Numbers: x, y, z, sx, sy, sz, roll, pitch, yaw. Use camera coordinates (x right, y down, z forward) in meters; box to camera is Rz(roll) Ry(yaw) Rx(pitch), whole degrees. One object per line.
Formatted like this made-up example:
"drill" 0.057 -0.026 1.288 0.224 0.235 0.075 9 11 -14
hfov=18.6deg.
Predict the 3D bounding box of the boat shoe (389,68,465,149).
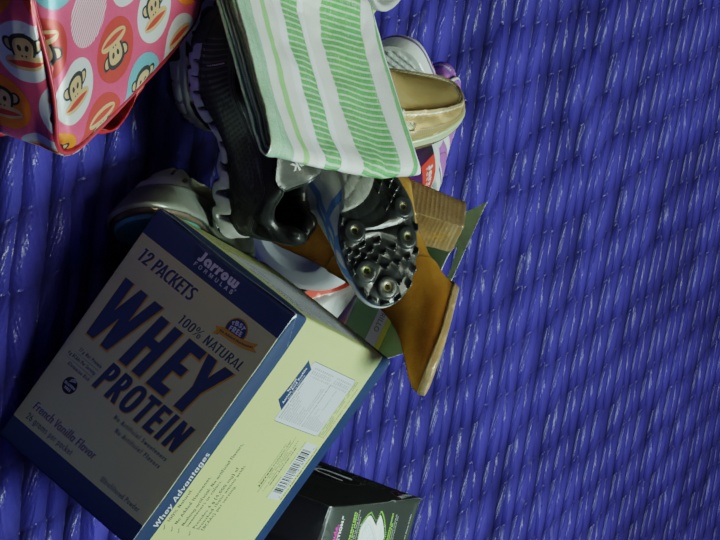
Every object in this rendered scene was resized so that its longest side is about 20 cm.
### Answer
"boat shoe" 0.003 -0.138 1.742 0.199 0.072 0.076 -9 136 -31

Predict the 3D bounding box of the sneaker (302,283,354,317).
"sneaker" -0.065 0.060 1.837 0.201 0.067 0.108 -34 136 -51

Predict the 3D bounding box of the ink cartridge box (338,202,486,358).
"ink cartridge box" 0.024 0.012 1.891 0.146 0.048 0.200 -65 -168 -20

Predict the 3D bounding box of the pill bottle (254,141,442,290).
"pill bottle" -0.007 -0.077 1.818 0.200 0.112 0.113 -48 146 -45

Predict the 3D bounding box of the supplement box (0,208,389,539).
"supplement box" -0.114 0.091 1.590 0.200 0.134 0.200 -55 157 2

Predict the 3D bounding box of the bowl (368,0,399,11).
"bowl" -0.021 -0.248 1.685 0.200 0.107 0.201 -46 145 -47

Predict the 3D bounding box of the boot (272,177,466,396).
"boot" 0.000 -0.001 1.654 0.071 0.143 0.202 111 -9 -47

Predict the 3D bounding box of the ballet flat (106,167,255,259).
"ballet flat" -0.136 -0.042 1.635 0.200 0.067 0.064 33 47 -67

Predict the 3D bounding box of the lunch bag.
"lunch bag" -0.172 -0.171 1.424 0.200 0.082 0.177 -52 149 -43

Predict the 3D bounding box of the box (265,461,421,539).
"box" -0.064 0.227 1.840 0.200 0.148 0.125 10 97 -67

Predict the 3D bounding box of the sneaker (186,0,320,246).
"sneaker" -0.066 -0.098 1.552 0.066 0.090 0.201 -40 138 -37

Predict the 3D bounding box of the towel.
"towel" -0.029 -0.140 1.543 0.200 0.023 0.153 9 62 -60

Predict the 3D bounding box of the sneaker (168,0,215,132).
"sneaker" -0.097 -0.165 1.605 0.200 0.080 0.074 76 35 -53

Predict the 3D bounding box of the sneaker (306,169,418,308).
"sneaker" -0.015 -0.061 1.624 0.072 0.201 0.072 -15 163 -27

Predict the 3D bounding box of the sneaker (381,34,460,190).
"sneaker" 0.048 -0.163 1.957 0.201 0.072 0.115 83 24 -55
